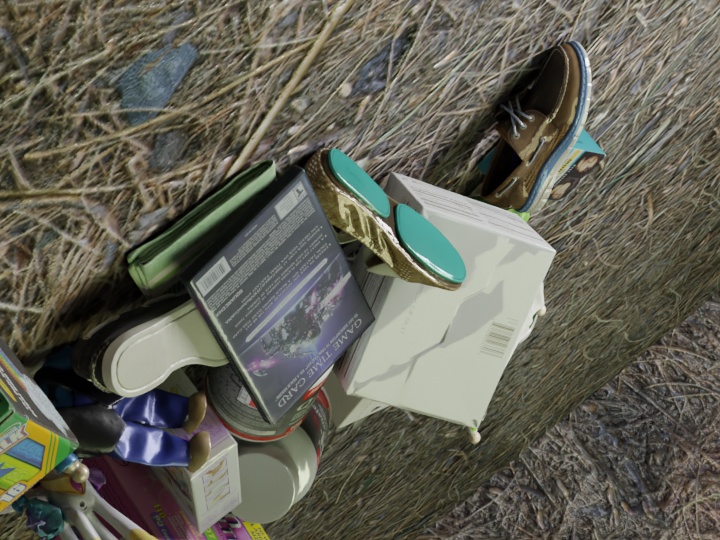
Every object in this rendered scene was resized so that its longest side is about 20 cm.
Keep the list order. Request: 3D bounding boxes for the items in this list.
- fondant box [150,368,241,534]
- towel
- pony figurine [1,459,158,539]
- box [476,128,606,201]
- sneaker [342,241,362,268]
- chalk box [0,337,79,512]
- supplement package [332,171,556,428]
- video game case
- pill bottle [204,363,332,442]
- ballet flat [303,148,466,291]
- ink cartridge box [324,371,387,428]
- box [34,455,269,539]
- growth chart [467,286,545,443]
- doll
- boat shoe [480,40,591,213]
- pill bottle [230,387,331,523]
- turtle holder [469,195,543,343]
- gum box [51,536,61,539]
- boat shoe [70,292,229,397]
[{"bbox_3d":[-0.177,0.156,1.585,0.058,0.145,0.200,-35,163,-15],"label":"fondant box"},{"bbox_3d":[-0.132,-0.013,1.472,0.152,0.023,0.200,-37,162,-13],"label":"towel"},{"bbox_3d":[-0.267,0.203,1.491,0.166,0.201,0.193,-39,-179,-26],"label":"pony figurine"},{"bbox_3d":[0.208,-0.125,1.886,0.082,0.049,0.200,-46,162,19],"label":"box"},{"bbox_3d":[0.000,0.000,1.712,0.200,0.076,0.092,-49,157,22],"label":"sneaker"},{"bbox_3d":[-0.310,0.103,1.193,0.124,0.125,0.200,-40,162,-3],"label":"chalk box"},{"bbox_3d":[0.074,0.030,1.655,0.154,0.111,0.202,17,106,-23],"label":"supplement package"},{"bbox_3d":[-0.068,0.025,1.461,0.143,0.019,0.201,-45,137,-20],"label":"video game case"},{"bbox_3d":[-0.085,0.083,1.632,0.115,0.116,0.200,-32,166,-26],"label":"pill bottle"},{"bbox_3d":[0.013,-0.038,1.521,0.065,0.200,0.071,-32,-148,29],"label":"ballet flat"},{"bbox_3d":[0.042,0.095,2.024,0.199,0.083,0.147,-18,153,-52],"label":"ink cartridge box"},{"bbox_3d":[-0.209,0.261,1.718,0.097,0.177,0.200,-40,164,19],"label":"box"},{"bbox_3d":[0.154,0.073,1.810,0.201,0.018,0.145,-59,153,-23],"label":"growth chart"},{"bbox_3d":[-0.227,0.118,1.413,0.198,0.138,0.048,13,140,-30],"label":"doll"},{"bbox_3d":[0.178,-0.145,1.715,0.072,0.072,0.202,1,124,-23],"label":"boat shoe"},{"bbox_3d":[-0.096,0.189,1.787,0.111,0.111,0.200,-46,-171,19],"label":"pill bottle"},{"bbox_3d":[0.145,0.006,1.912,0.187,0.131,0.141,-67,154,-2],"label":"turtle holder"},{"bbox_3d":[-0.245,0.350,1.830,0.113,0.201,0.066,-41,164,8],"label":"gum box"},{"bbox_3d":[-0.163,0.055,1.431,0.199,0.060,0.075,-28,122,-47],"label":"boat shoe"}]
